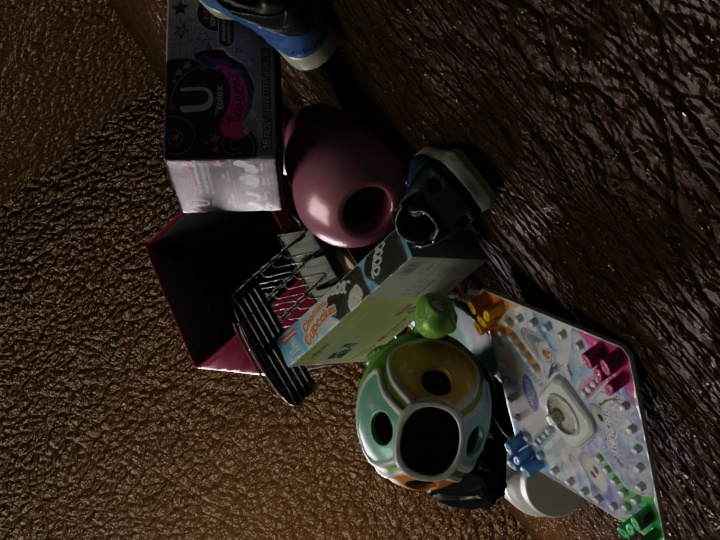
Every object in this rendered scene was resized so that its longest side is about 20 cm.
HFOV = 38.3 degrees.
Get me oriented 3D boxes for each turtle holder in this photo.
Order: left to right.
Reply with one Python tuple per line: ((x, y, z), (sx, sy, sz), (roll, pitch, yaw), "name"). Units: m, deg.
((0.072, 0.127, 1.013), (0.140, 0.187, 0.132), (32, -170, -7), "turtle holder")

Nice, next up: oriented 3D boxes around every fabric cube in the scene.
((-0.124, 0.004, 1.369), (0.198, 0.199, 0.198), (17, -141, -56), "fabric cube")

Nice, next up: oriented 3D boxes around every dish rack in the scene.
((-0.071, 0.049, 1.120), (0.155, 0.054, 0.200), (60, -143, -12), "dish rack")

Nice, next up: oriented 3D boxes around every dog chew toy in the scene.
((-0.026, -0.111, 1.096), (0.125, 0.124, 0.201), (56, -179, -38), "dog chew toy")

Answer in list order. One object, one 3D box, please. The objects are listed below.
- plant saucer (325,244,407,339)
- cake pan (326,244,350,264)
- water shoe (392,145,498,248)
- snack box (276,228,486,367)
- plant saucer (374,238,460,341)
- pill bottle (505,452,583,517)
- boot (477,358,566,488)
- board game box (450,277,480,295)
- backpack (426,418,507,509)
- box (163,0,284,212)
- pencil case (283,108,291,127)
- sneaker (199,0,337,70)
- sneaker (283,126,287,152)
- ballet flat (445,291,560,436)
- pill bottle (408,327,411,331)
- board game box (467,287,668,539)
((0.000, 0.000, 1.191), (0.201, 0.034, 0.201), (55, 170, 14), "plant saucer")
((-0.020, -0.059, 1.364), (0.200, 0.037, 0.201), (46, -160, -22), "cake pan")
((0.056, -0.062, 0.905), (0.072, 0.079, 0.200), (52, 175, -3), "water shoe")
((0.019, 0.029, 1.027), (0.115, 0.200, 0.037), (1, -125, -47), "snack box")
((0.062, 0.033, 1.238), (0.202, 0.039, 0.201), (51, 175, 7), "plant saucer")
((0.229, 0.263, 1.381), (0.109, 0.108, 0.200), (52, 175, -5), "pill bottle")
((0.180, 0.170, 1.150), (0.202, 0.072, 0.166), (59, -161, 7), "boot")
((0.053, -0.040, 1.267), (0.201, 0.041, 0.199), (53, 175, -3), "board game box")
((0.125, 0.180, 1.300), (0.168, 0.124, 0.203), (75, -161, -60), "backpack")
((-0.139, -0.177, 1.062), (0.132, 0.113, 0.203), (92, 175, -70), "box")
((-0.101, -0.155, 1.596), (0.201, 0.088, 0.088), (53, 174, -28), "pencil case")
((-0.110, -0.270, 0.951), (0.200, 0.077, 0.111), (44, 177, 29), "sneaker")
((-0.054, -0.132, 1.517), (0.200, 0.073, 0.071), (42, 150, -27), "sneaker")
((0.162, 0.086, 1.040), (0.200, 0.063, 0.076), (48, 153, 31), "ballet flat")
((0.026, 0.022, 1.522), (0.201, 0.110, 0.111), (54, 174, -23), "pill bottle")
((0.181, 0.130, 0.932), (0.199, 0.026, 0.203), (25, 137, 57), "board game box")
